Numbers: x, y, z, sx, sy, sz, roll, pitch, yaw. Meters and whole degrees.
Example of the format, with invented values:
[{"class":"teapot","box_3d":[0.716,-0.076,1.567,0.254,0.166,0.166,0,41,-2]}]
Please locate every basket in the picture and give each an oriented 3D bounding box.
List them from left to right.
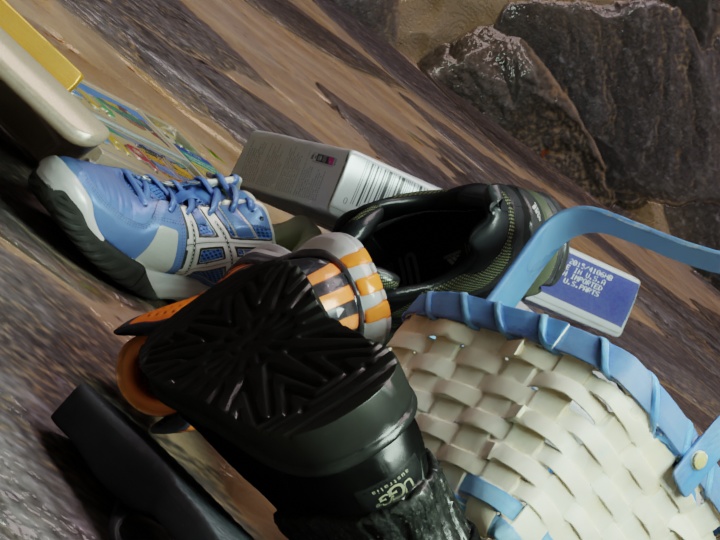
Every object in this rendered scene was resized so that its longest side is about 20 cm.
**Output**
[{"class":"basket","box_3d":[0.094,0.060,1.194,0.176,0.200,0.139,19,-25,50]}]

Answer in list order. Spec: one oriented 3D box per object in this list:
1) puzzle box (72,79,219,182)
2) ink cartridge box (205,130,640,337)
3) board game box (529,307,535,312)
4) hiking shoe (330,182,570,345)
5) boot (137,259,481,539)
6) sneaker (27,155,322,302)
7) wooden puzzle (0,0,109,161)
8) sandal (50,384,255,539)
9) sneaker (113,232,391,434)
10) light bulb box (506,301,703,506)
[{"class":"puzzle box","box_3d":[-0.142,-0.072,1.651,0.133,0.025,0.200,46,11,32]},{"class":"ink cartridge box","box_3d":[0.032,-0.027,1.537,0.196,0.043,0.200,23,0,-25]},{"class":"board game box","box_3d":[0.178,0.105,2.041,0.200,0.034,0.135,42,10,12]},{"class":"hiking shoe","box_3d":[0.000,0.000,1.350,0.101,0.200,0.076,30,39,-57]},{"class":"boot","box_3d":[-0.010,0.094,1.101,0.158,0.079,0.211,62,-10,-24]},{"class":"sneaker","box_3d":[-0.098,-0.026,1.438,0.200,0.077,0.076,28,16,-49]},{"class":"wooden puzzle","box_3d":[-0.210,-0.129,1.424,0.185,0.037,0.200,44,-9,-8]},{"class":"sandal","box_3d":[-0.072,0.108,1.053,0.076,0.043,0.200,43,-3,-30]},{"class":"sneaker","box_3d":[-0.071,0.034,1.266,0.078,0.112,0.200,66,-23,6]},{"class":"light bulb box","box_3d":[0.110,0.129,1.377,0.200,0.125,0.198,41,8,4]}]
